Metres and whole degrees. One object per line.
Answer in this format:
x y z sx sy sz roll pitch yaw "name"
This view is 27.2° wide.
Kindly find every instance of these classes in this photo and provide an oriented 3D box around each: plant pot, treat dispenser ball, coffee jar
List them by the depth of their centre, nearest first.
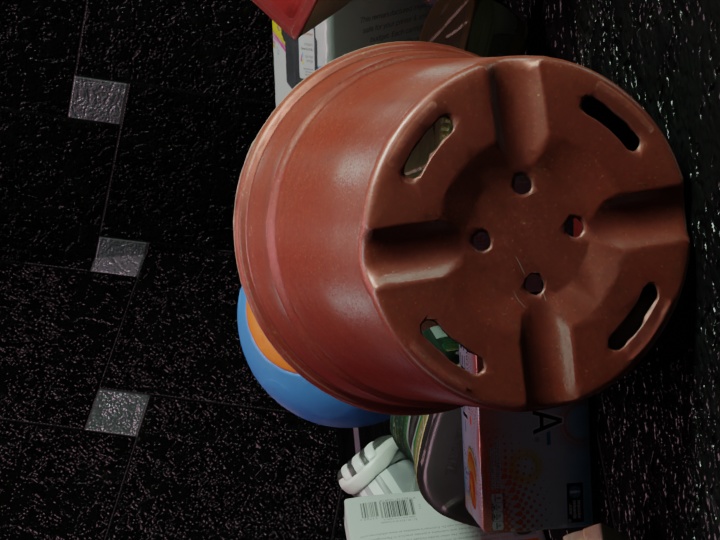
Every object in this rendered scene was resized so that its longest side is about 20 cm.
0.051 -0.018 0.712 0.195 0.198 0.203 -168 74 -77 "plant pot"
0.074 0.103 1.000 0.200 0.084 0.105 -124 49 -82 "coffee jar"
-0.012 0.040 1.346 0.201 0.198 0.203 176 90 -85 "treat dispenser ball"

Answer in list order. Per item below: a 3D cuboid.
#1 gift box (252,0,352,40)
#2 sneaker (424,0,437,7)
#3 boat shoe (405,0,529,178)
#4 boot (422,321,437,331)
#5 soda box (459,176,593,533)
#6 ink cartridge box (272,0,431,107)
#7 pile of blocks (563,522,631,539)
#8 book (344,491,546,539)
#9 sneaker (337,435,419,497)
-0.004 -0.253 0.835 0.200 0.187 0.185 45 142 3 "gift box"
0.061 -0.263 0.971 0.112 0.077 0.202 -103 11 -69 "sneaker"
0.056 -0.073 0.928 0.073 0.063 0.203 -1 72 56 "boat shoe"
0.000 0.000 1.135 0.073 0.165 0.201 -59 -45 -29 "boot"
0.093 0.046 0.864 0.064 0.068 0.202 -136 43 -82 "soda box"
0.014 -0.172 1.117 0.083 0.145 0.202 32 131 48 "ink cartridge box"
0.102 0.201 0.793 0.201 0.081 0.063 95 170 -59 "pile of blocks"
0.063 0.217 0.972 0.201 0.132 0.048 -100 7 -57 "book"
0.064 0.192 1.151 0.116 0.075 0.199 54 -160 23 "sneaker"
